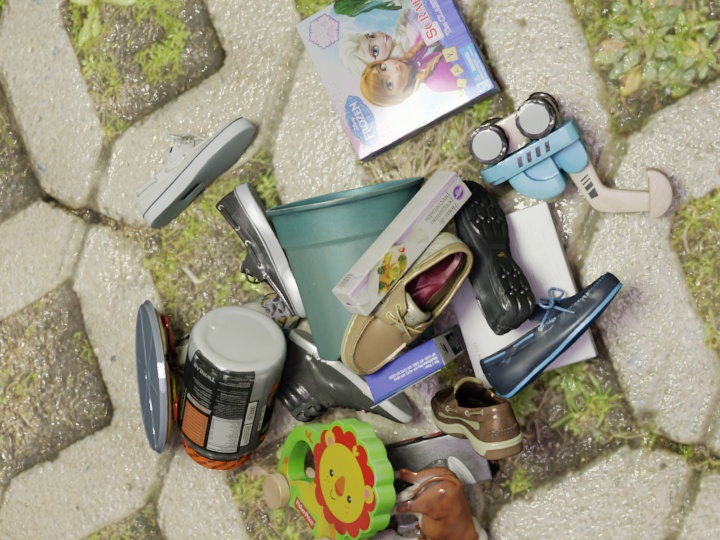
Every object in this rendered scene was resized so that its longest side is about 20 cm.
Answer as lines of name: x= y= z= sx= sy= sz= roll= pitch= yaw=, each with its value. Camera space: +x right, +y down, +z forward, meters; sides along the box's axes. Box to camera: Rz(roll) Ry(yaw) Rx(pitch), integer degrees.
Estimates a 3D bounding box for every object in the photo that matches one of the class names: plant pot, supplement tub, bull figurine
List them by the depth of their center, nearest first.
bull figurine: x=0.094 y=0.309 z=1.487 sx=0.121 sy=0.065 sz=0.200 roll=-6 pitch=131 yaw=15
plant pot: x=0.000 y=0.000 z=1.496 sx=0.200 sy=0.200 sz=0.197 roll=-10 pitch=95 yaw=16
supplement tub: x=-0.167 y=0.153 z=1.538 sx=0.122 sy=0.123 sz=0.200 roll=28 pitch=132 yaw=14

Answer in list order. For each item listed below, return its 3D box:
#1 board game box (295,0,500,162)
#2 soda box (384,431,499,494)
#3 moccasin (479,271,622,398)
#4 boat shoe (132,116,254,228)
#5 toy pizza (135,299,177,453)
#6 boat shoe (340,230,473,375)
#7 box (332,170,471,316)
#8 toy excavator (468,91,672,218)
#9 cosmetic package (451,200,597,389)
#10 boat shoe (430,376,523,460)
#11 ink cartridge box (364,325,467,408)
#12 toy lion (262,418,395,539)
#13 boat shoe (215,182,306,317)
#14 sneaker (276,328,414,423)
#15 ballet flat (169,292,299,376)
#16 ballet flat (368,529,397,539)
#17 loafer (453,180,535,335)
board game box: x=0.046 y=-0.271 z=1.547 sx=0.199 sy=0.041 sz=0.200 roll=-28 pitch=83 yaw=15
soda box: x=0.070 y=0.249 z=1.538 sx=0.199 sy=0.063 sz=0.071 roll=-16 pitch=86 yaw=16
moccasin: x=0.220 y=0.067 z=1.433 sx=0.200 sy=0.080 sz=0.068 roll=-44 pitch=76 yaw=11
boat shoe: x=-0.232 y=-0.151 z=1.617 sx=0.202 sy=0.075 sz=0.086 roll=-42 pitch=77 yaw=22
toy pizza: x=-0.263 y=0.138 z=1.581 sx=0.032 sy=0.200 sz=0.201 roll=-4 pitch=90 yaw=-19
boat shoe: x=0.054 y=0.040 z=1.393 sx=0.074 sy=0.066 sz=0.200 roll=38 pitch=88 yaw=-22
box: x=0.049 y=-0.033 z=1.396 sx=0.200 sy=0.041 sz=0.039 roll=-49 pitch=119 yaw=-18
toy excavator: x=0.254 y=-0.124 z=1.474 sx=0.194 sy=0.100 sz=0.200 roll=-28 pitch=96 yaw=16
cosmetic package: x=0.192 y=0.032 z=1.506 sx=0.150 sy=0.052 sz=0.201 roll=-18 pitch=86 yaw=13
boat shoe: x=0.138 y=0.161 z=1.455 sx=0.075 sy=0.202 sz=0.075 roll=-16 pitch=103 yaw=-18
ink cartridge box: x=0.067 y=0.113 z=1.465 sx=0.099 sy=0.200 sz=0.039 roll=-30 pitch=87 yaw=13
toy lion: x=-0.032 y=0.257 z=1.483 sx=0.200 sy=0.069 sz=0.192 roll=44 pitch=127 yaw=44
boat shoe: x=-0.130 y=-0.018 z=1.583 sx=0.066 sy=0.070 sz=0.200 roll=-30 pitch=81 yaw=7
sneaker: x=-0.028 y=0.166 z=1.564 sx=0.200 sy=0.071 sz=0.099 roll=31 pitch=101 yaw=19
ballet flat: x=-0.171 y=0.088 z=1.601 sx=0.200 sy=0.072 sz=0.072 roll=-27 pitch=84 yaw=14
ballet flat: x=0.048 y=0.377 z=1.551 sx=0.200 sy=0.069 sz=0.071 roll=29 pitch=80 yaw=10
loafer: x=0.146 y=-0.017 z=1.450 sx=0.070 sy=0.068 sz=0.201 roll=-50 pitch=49 yaw=46
